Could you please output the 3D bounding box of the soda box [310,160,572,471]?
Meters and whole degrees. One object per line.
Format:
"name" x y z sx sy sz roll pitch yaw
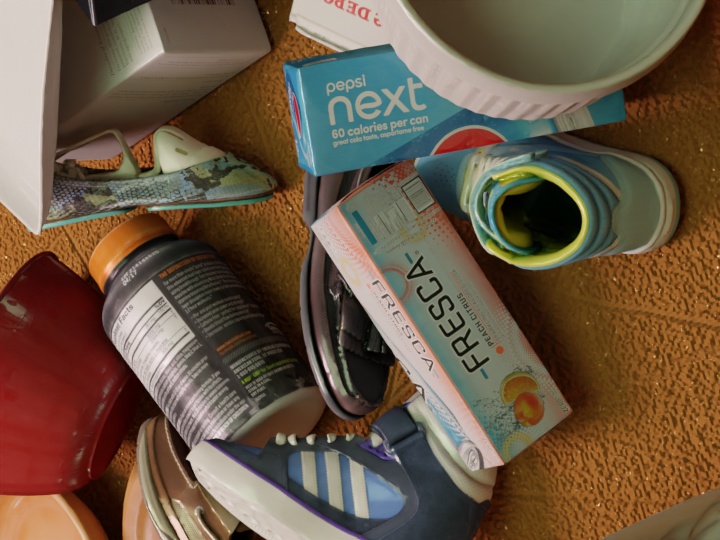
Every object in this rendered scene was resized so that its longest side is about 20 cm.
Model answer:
"soda box" 0.052 0.030 1.219 0.201 0.063 0.068 57 161 -1

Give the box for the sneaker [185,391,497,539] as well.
"sneaker" -0.003 0.129 1.290 0.199 0.081 0.147 27 69 17

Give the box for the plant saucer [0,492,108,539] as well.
"plant saucer" -0.258 0.263 1.553 0.199 0.037 0.202 12 108 43

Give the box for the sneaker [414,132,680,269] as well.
"sneaker" 0.088 -0.053 1.180 0.199 0.130 0.080 11 105 39

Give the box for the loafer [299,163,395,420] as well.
"loafer" 0.000 0.000 1.271 0.063 0.072 0.202 -21 60 33

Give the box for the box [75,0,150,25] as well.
"box" -0.147 -0.305 1.262 0.200 0.196 0.124 53 161 28

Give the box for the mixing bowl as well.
"mixing bowl" -0.236 0.098 1.453 0.108 0.200 0.201 23 113 8

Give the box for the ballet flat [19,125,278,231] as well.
"ballet flat" -0.162 -0.073 1.376 0.198 0.074 0.075 -7 93 4

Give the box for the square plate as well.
"square plate" -0.263 -0.156 1.344 0.200 0.028 0.200 38 130 43

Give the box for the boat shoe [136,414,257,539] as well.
"boat shoe" -0.108 0.195 1.381 0.071 0.076 0.201 -25 69 5

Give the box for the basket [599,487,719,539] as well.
"basket" 0.174 0.232 1.114 0.123 0.199 0.136 -46 68 41

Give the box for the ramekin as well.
"ramekin" 0.095 -0.182 1.064 0.105 0.199 0.202 124 126 -76

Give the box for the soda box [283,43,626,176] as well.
"soda box" 0.058 -0.110 1.140 0.064 0.198 0.068 -138 38 -76

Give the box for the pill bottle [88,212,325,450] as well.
"pill bottle" -0.121 0.050 1.385 0.200 0.106 0.106 51 124 22

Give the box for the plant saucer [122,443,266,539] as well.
"plant saucer" -0.120 0.214 1.453 0.199 0.037 0.202 6 100 39

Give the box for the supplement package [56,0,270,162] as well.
"supplement package" -0.186 -0.172 1.397 0.199 0.116 0.118 -28 78 38

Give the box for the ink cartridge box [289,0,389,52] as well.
"ink cartridge box" 0.049 -0.231 1.215 0.145 0.084 0.202 29 112 33
